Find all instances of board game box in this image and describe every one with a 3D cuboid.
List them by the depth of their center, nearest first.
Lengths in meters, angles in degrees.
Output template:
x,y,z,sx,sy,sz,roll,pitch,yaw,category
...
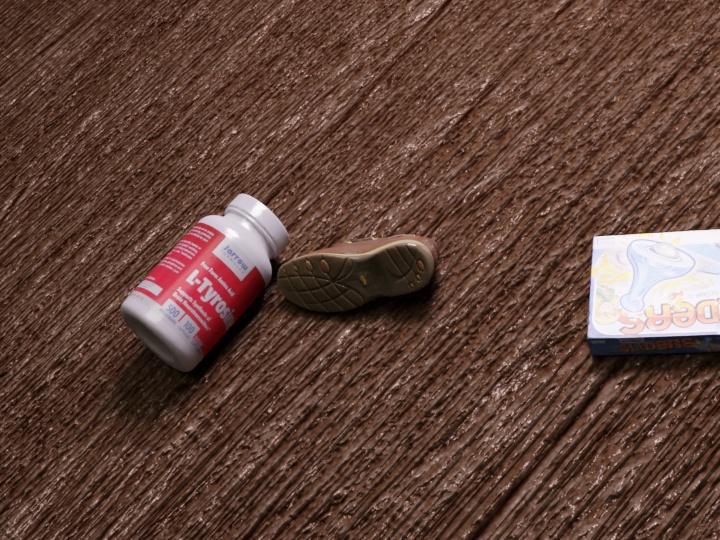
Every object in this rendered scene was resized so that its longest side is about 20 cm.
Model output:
x,y,z,sx,sy,sz,roll,pitch,yaw,category
0.339,0.022,1.294,0.198,0.035,0.137,-4,52,19,board game box

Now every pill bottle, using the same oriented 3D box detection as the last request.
x,y,z,sx,sy,sz,roll,pitch,yaw,category
-0.177,0.010,1.456,0.112,0.113,0.200,26,67,35,pill bottle

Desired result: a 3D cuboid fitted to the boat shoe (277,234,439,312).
x,y,z,sx,sy,sz,roll,pitch,yaw,category
0.000,-0.001,1.434,0.198,0.073,0.068,-10,16,25,boat shoe
